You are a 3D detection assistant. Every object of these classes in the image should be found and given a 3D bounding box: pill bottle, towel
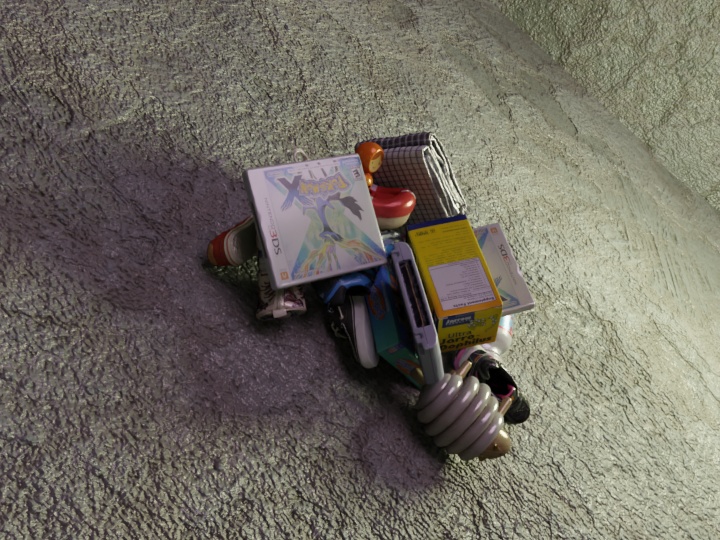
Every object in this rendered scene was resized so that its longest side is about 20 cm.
[{"bbox_3d":[0.227,0.088,1.474,0.109,0.109,0.200,23,61,-24],"label":"pill bottle"},{"bbox_3d":[0.090,-0.158,1.468,0.200,0.165,0.086,59,42,-38],"label":"towel"}]

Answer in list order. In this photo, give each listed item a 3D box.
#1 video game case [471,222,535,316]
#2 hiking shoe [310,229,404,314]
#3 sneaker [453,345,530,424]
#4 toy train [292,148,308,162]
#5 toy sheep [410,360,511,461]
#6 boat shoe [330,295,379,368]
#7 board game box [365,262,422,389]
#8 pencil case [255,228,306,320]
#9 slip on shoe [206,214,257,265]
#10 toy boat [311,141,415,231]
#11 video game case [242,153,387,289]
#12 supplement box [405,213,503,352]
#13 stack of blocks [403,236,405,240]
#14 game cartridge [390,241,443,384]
[{"bbox_3d":[0.187,0.012,1.438,0.200,0.022,0.183,-14,60,-7],"label":"video game case"},{"bbox_3d":[0.000,0.000,1.315,0.200,0.074,0.087,-26,85,-32],"label":"hiking shoe"},{"bbox_3d":[0.236,0.207,1.363,0.200,0.080,0.086,43,-6,-32],"label":"sneaker"},{"bbox_3d":[-0.059,-0.156,1.533,0.200,0.056,0.151,9,67,-40],"label":"toy train"},{"bbox_3d":[0.158,0.224,1.279,0.200,0.138,0.138,40,34,4],"label":"toy sheep"},{"bbox_3d":[-0.014,0.085,1.328,0.200,0.064,0.071,-101,165,-45],"label":"boat shoe"},{"bbox_3d":[0.067,0.085,1.371,0.152,0.045,0.200,44,24,-43],"label":"board game box"},{"bbox_3d":[-0.127,-0.018,1.253,0.089,0.078,0.201,66,19,-75],"label":"pencil case"},{"bbox_3d":[-0.187,-0.050,1.310,0.200,0.061,0.074,-41,118,-66],"label":"slip on shoe"},{"bbox_3d":[0.002,-0.154,1.357,0.200,0.131,0.131,23,19,-3],"label":"toy boat"},{"bbox_3d":[-0.066,-0.079,1.229,0.200,0.022,0.183,-13,86,-31],"label":"video game case"},{"bbox_3d":[0.151,0.021,1.347,0.109,0.110,0.200,-11,53,-7],"label":"supplement box"},{"bbox_3d":[0.067,-0.150,1.666,0.115,0.059,0.200,32,36,-13],"label":"stack of blocks"},{"bbox_3d":[0.089,0.070,1.258,0.041,0.133,0.200,-12,55,-2],"label":"game cartridge"}]
